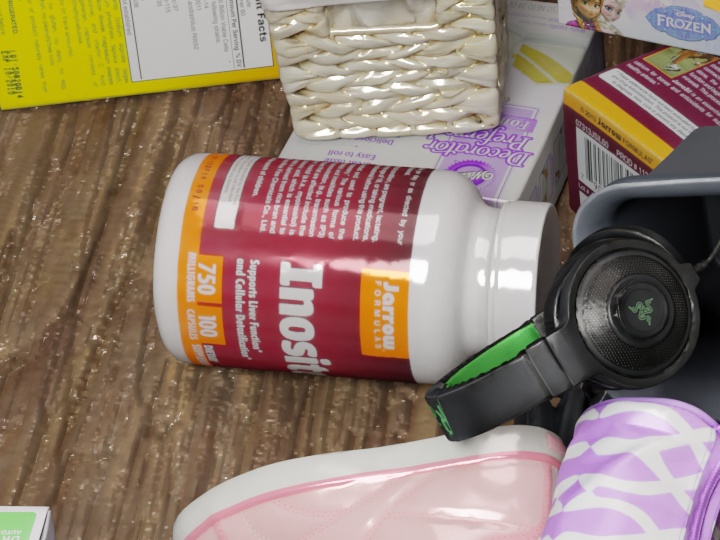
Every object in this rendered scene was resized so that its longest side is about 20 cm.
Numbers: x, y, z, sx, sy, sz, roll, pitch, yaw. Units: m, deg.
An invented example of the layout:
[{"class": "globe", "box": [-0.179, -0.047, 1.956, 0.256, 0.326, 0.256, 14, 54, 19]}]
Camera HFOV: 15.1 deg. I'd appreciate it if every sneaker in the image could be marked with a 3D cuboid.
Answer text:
[{"class": "sneaker", "box": [0.004, 0.143, 1.272, 0.199, 0.075, 0.105, -13, 62, 17]}]

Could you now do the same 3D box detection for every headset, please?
[{"class": "headset", "box": [0.126, 0.028, 1.230, 0.199, 0.094, 0.124, -32, 2, 7]}]

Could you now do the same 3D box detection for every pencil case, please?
[{"class": "pencil case", "box": [0.113, 0.153, 1.190, 0.085, 0.084, 0.201, -19, 47, 44]}]

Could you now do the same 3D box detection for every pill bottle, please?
[{"class": "pill bottle", "box": [0.000, 0.000, 1.424, 0.199, 0.113, 0.113, 4, 39, 12]}]

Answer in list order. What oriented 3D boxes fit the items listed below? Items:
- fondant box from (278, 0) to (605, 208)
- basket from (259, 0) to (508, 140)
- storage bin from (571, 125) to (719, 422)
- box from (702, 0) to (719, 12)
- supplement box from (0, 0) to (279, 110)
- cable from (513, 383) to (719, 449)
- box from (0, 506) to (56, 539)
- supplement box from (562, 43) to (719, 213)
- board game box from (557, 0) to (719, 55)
[{"class": "fondant box", "box": [0.049, -0.084, 1.572, 0.143, 0.058, 0.200, 8, 41, 17]}, {"class": "basket", "box": [0.017, -0.175, 1.546, 0.135, 0.124, 0.200, -3, 37, 6]}, {"class": "storage bin", "box": [0.224, -0.004, 1.320, 0.199, 0.146, 0.134, -1, 24, 26]}, {"class": "box", "box": [0.272, -0.138, 1.398, 0.199, 0.042, 0.119, 25, 30, 36]}, {"class": "supplement box", "box": [-0.145, -0.181, 1.676, 0.199, 0.109, 0.110, -6, 38, -2]}, {"class": "cable", "box": [0.153, 0.121, 1.313, 0.162, 0.051, 0.201, 4, 42, -1]}, {"class": "box", "box": [-0.223, 0.192, 1.153, 0.199, 0.177, 0.097, 0, 38, 7]}, {"class": "supplement box", "box": [0.225, -0.079, 1.520, 0.199, 0.086, 0.110, -23, 39, -21]}, {"class": "board game box", "box": [0.241, -0.188, 1.556, 0.199, 0.041, 0.200, 14, 41, 24]}]
